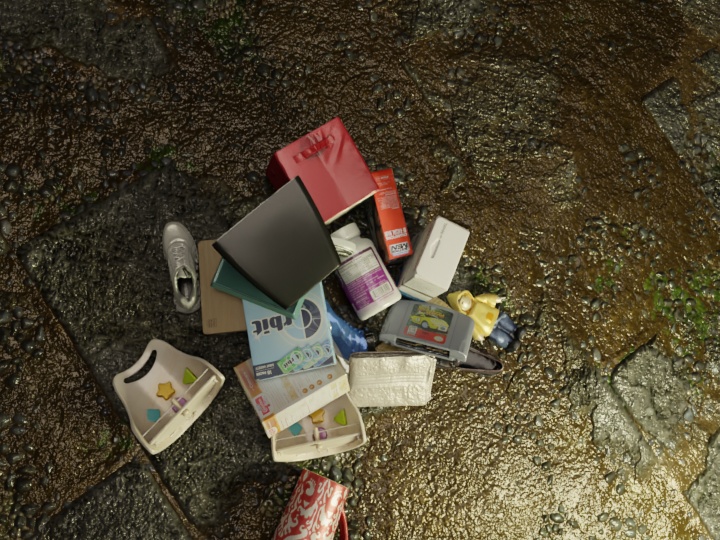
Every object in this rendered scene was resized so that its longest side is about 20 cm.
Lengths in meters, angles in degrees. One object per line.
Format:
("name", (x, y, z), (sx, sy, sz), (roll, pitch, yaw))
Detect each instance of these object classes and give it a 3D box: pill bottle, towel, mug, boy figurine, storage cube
("pill bottle", (0.000, 0.000, 1.522), (0.111, 0.112, 0.202), (-28, 87, -15))
("towel", (0.067, 0.241, 1.488), (0.196, 0.035, 0.135), (0, 114, -13))
("mug", (-0.102, 0.539, 1.420), (0.132, 0.178, 0.203), (13, 70, 28))
("boy figurine", (0.294, 0.105, 1.591), (0.199, 0.064, 0.125), (37, 78, -7))
("storage cube", (-0.089, -0.199, 1.497), (0.170, 0.200, 0.182), (-32, 94, -16))

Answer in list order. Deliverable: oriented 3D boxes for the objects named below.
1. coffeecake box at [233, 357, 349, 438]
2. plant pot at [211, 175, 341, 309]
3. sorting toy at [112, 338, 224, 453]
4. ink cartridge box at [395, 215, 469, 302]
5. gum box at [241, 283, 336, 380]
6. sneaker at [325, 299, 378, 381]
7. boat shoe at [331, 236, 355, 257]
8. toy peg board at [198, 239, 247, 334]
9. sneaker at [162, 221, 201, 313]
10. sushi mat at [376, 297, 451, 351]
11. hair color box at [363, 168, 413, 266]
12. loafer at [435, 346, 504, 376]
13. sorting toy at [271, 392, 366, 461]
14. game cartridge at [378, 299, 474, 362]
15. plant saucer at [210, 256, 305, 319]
("coffeecake box", (-0.146, 0.231, 1.436), (0.198, 0.074, 0.154), (-27, 54, -15))
("plant pot", (-0.143, -0.038, 1.296), (0.199, 0.200, 0.178), (-38, 94, -5))
("sorting toy", (-0.410, 0.243, 1.402), (0.180, 0.107, 0.200), (42, 73, 8))
("ink cartridge box", (0.154, -0.018, 1.511), (0.083, 0.200, 0.148), (24, 77, -6))
("gum box", (-0.149, 0.110, 1.396), (0.167, 0.045, 0.204), (-12, 78, 2))
("sneaker", (-0.021, 0.136, 1.509), (0.110, 0.077, 0.203), (-25, 90, -8))
("boat shoe", (-0.107, -0.036, 1.428), (0.196, 0.071, 0.065), (3, 77, -12))
("toy peg board", (-0.243, 0.034, 1.487), (0.195, 0.098, 0.204), (-6, 80, 3))
("sneaker", (-0.384, -0.012, 1.461), (0.074, 0.081, 0.204), (-13, 82, -12))
("sushi mat", (0.135, 0.148, 1.558), (0.199, 0.012, 0.096), (-41, 65, -15))
("hair color box", (0.057, -0.118, 1.555), (0.063, 0.111, 0.204), (-13, 83, -13))
("loafer", (0.237, 0.198, 1.560), (0.196, 0.063, 0.073), (14, 80, -7))
("sorting toy", (-0.097, 0.304, 1.462), (0.196, 0.107, 0.183), (-11, 68, -1))
("game cartridge", (0.152, 0.129, 1.513), (0.196, 0.041, 0.134), (13, 37, 12))
("plant saucer", (-0.209, 0.033, 1.384), (0.197, 0.019, 0.071), (20, 81, 10))
